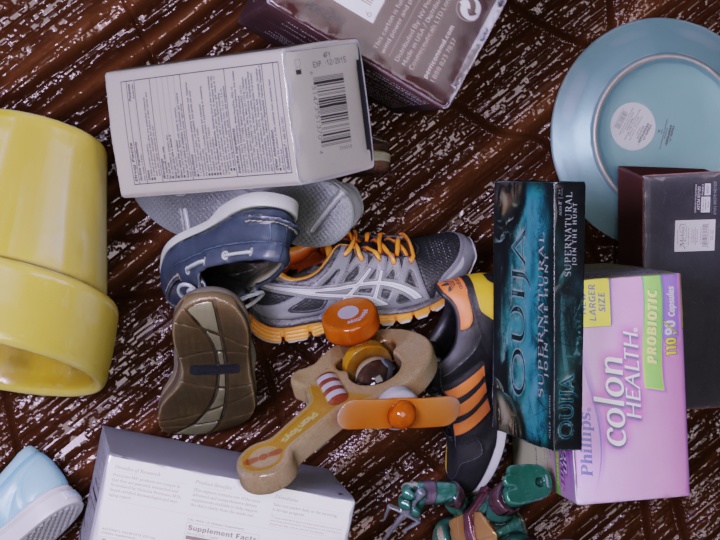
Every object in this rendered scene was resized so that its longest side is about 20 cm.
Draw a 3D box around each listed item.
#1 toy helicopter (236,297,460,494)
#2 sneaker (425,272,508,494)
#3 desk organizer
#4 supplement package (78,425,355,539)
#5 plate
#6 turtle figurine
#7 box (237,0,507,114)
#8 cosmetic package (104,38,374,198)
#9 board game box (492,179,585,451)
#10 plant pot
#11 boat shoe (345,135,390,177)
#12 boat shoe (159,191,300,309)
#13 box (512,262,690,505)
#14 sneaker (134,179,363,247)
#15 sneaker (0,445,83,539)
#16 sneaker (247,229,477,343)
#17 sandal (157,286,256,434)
[{"bbox_3d":[-0.014,0.112,1.577,0.200,0.132,0.079,-39,131,-32],"label":"toy helicopter"},{"bbox_3d":[0.079,0.092,1.675,0.089,0.070,0.201,3,114,-21],"label":"sneaker"},{"bbox_3d":[0.260,0.012,1.707,0.071,0.077,0.202,-4,102,-10],"label":"desk organizer"},{"bbox_3d":[-0.120,0.206,1.627,0.199,0.156,0.112,12,92,-10],"label":"supplement package"},{"bbox_3d":[0.262,-0.118,1.743,0.199,0.026,0.202,-1,94,-10],"label":"plate"},{"bbox_3d":[0.095,0.221,1.666,0.101,0.200,0.150,-43,99,-34],"label":"turtle figurine"},{"bbox_3d":[0.019,-0.235,1.608,0.164,0.200,0.167,28,88,-10],"label":"box"},{"bbox_3d":[-0.093,-0.114,1.529,0.087,0.199,0.104,-15,101,-47],"label":"cosmetic package"},{"bbox_3d":[0.136,0.031,1.561,0.028,0.135,0.202,0,92,-16],"label":"board game box"},{"bbox_3d":[-0.279,-0.017,1.580,0.199,0.201,0.190,12,75,-10],"label":"plant pot"},{"bbox_3d":[-0.069,-0.128,1.664,0.201,0.075,0.075,10,83,-11],"label":"boat shoe"},{"bbox_3d":[-0.106,0.000,1.601,0.074,0.200,0.062,16,63,-29],"label":"boat shoe"},{"bbox_3d":[0.190,0.087,1.652,0.096,0.200,0.177,-3,92,-9],"label":"box"},{"bbox_3d":[-0.092,-0.059,1.661,0.199,0.080,0.071,11,102,14],"label":"sneaker"},{"bbox_3d":[-0.322,0.220,1.648,0.199,0.074,0.082,-36,68,-1],"label":"sneaker"},{"bbox_3d":[0.000,0.000,1.666,0.199,0.078,0.078,-16,123,-9],"label":"sneaker"},{"bbox_3d":[-0.122,0.068,1.623,0.080,0.201,0.054,1,51,-6],"label":"sandal"}]
